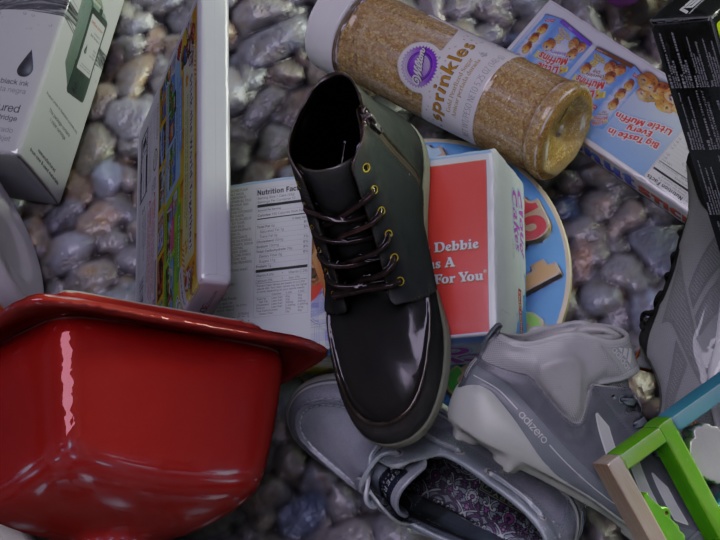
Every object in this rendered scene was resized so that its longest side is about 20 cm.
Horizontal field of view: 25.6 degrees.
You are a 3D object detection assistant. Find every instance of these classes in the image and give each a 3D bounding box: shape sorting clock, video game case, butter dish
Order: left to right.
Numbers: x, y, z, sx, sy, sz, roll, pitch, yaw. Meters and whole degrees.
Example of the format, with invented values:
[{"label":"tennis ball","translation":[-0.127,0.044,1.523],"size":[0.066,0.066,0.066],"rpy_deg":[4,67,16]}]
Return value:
[{"label":"butter dish","translation":[-0.141,0.109,0.907],"size":[0.200,0.198,0.149],"rpy_deg":[-29,58,48]},{"label":"video game case","translation":[-0.114,-0.045,1.011],"size":[0.023,0.182,0.201],"rpy_deg":[6,63,-18]},{"label":"shape sorting clock","translation":[0.038,0.006,1.029],"size":[0.198,0.039,0.201],"rpy_deg":[-5,67,11]}]

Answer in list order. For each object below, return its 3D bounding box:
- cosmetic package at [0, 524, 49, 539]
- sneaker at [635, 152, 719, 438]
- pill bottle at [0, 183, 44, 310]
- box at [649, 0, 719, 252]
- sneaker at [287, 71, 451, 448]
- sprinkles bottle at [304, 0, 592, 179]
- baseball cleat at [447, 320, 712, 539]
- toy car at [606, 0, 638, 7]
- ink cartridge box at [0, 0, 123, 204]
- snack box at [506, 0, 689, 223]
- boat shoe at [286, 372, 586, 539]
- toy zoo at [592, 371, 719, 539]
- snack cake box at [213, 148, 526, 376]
[{"label":"cosmetic package","translation":[-0.225,0.174,0.983],"size":[0.073,0.104,0.200],"rpy_deg":[-35,64,-3]},{"label":"sneaker","translation":[0.202,0.021,0.957],"size":[0.079,0.074,0.202],"rpy_deg":[-2,78,21]},{"label":"pill bottle","translation":[-0.325,0.015,1.065],"size":[0.199,0.114,0.115],"rpy_deg":[-23,65,3]},{"label":"box","translation":[0.257,-0.095,0.906],"size":[0.047,0.201,0.193],"rpy_deg":[6,37,48]},{"label":"sneaker","translation":[-0.003,-0.005,0.891],"size":[0.074,0.106,0.201],"rpy_deg":[-11,72,19]},{"label":"sprinkles bottle","translation":[0.056,-0.130,1.052],"size":[0.199,0.068,0.068],"rpy_deg":[30,77,29]},{"label":"baseball cleat","translation":[0.151,0.095,0.903],"size":[0.199,0.070,0.107],"rpy_deg":[26,98,-13]},{"label":"toy car","translation":[0.211,-0.236,1.032],"size":[0.199,0.175,0.151],"rpy_deg":[20,115,-7]},{"label":"ink cartridge box","translation":[-0.265,-0.162,1.142],"size":[0.145,0.084,0.201],"rpy_deg":[7,69,15]},{"label":"snack box","translation":[0.180,-0.100,1.048],"size":[0.200,0.024,0.072],"rpy_deg":[38,82,23]},{"label":"boat shoe","translation":[0.036,0.120,0.952],"size":[0.200,0.071,0.070],"rpy_deg":[23,109,19]},{"label":"toy zoo","translation":[0.240,0.111,0.896],"size":[0.199,0.020,0.132],"rpy_deg":[-31,95,-19]},{"label":"snack cake box","translation":[0.000,0.000,0.986],"size":[0.199,0.067,0.116],"rpy_deg":[-6,72,22]}]
